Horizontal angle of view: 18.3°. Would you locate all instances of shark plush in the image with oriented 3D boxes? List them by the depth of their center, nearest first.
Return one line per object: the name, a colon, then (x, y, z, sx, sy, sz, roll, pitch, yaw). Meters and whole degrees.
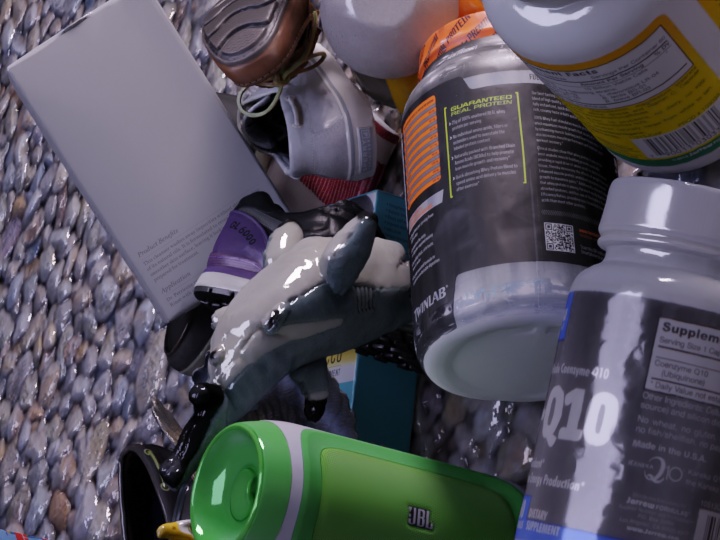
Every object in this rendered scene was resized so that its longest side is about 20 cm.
shark plush: (-0.033, 0.046, 1.233, 0.091, 0.083, 0.200, -13, 30, 44)

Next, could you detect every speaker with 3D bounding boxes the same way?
speaker: (0.010, 0.139, 1.215, 0.088, 0.199, 0.089, -31, 51, 47)

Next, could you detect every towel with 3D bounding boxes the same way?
towel: (-0.048, -0.031, 1.555, 0.144, 0.023, 0.201, 44, 113, 54)

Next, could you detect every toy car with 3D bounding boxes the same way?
toy car: (0.038, -0.202, 1.378, 0.149, 0.175, 0.201, -23, 83, 5)

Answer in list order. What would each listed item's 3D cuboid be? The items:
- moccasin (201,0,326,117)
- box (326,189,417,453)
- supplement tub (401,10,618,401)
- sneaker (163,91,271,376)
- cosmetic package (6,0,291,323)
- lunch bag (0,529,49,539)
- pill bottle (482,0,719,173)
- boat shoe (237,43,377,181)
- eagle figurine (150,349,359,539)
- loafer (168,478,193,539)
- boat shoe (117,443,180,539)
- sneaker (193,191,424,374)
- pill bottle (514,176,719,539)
moccasin: (-0.058, -0.146, 1.412, 0.073, 0.078, 0.201, -27, 15, 3)
box: (-0.004, 0.056, 1.420, 0.082, 0.049, 0.201, -16, 63, 54)
supplement tub: (0.085, -0.038, 1.255, 0.122, 0.122, 0.201, -35, 48, 45)
sneaker: (-0.133, -0.033, 1.556, 0.075, 0.106, 0.201, -18, 58, 62)
cosmetic package: (-0.137, -0.076, 1.482, 0.113, 0.201, 0.081, -31, 1, -7)
lunch bag: (-0.276, 0.296, 1.636, 0.201, 0.150, 0.094, -61, 33, 18)
pill bottle: (0.129, -0.139, 1.139, 0.112, 0.200, 0.113, -14, 61, 27)
boat shoe: (-0.046, -0.100, 1.474, 0.200, 0.068, 0.072, -125, 32, -61)
eagle figurine: (-0.063, 0.154, 1.343, 0.151, 0.151, 0.201, -8, 61, 15)
loafer: (-0.072, 0.218, 1.441, 0.072, 0.073, 0.201, -33, 58, 35)
boat shoe: (-0.134, 0.212, 1.539, 0.072, 0.060, 0.202, -44, 42, 39)
sneaker: (0.000, 0.000, 1.352, 0.199, 0.076, 0.088, 15, 72, 20)
pill bottle: (0.150, 0.062, 1.116, 0.114, 0.113, 0.201, 2, 78, 57)
